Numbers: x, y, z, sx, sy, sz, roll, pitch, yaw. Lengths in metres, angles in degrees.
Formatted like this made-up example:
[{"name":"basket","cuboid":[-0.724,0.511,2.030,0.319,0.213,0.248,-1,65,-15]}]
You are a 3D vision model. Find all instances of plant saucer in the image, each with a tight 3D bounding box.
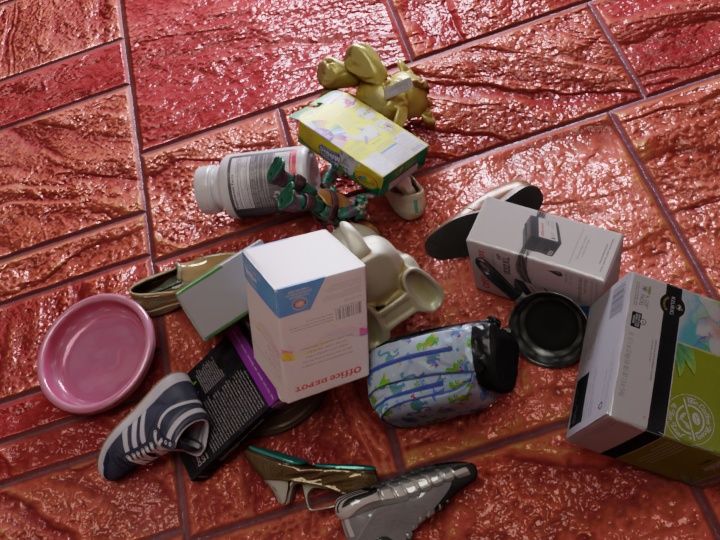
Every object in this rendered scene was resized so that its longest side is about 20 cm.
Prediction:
[{"name":"plant saucer","cuboid":[-0.143,0.153,1.267,0.200,0.029,0.200,-6,59,10]},{"name":"plant saucer","cuboid":[-0.414,0.137,1.325,0.200,0.051,0.201,-7,61,12]}]

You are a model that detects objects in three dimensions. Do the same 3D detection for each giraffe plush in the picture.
[{"name":"giraffe plush","cuboid":[0.044,-0.299,1.418,0.200,0.162,0.173,4,102,34]}]

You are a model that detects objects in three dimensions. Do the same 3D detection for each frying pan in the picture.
[{"name":"frying pan","cuboid":[0.234,0.066,1.183,0.190,0.115,0.031,27,27,17]}]

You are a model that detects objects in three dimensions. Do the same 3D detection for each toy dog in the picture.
[{"name":"toy dog","cuboid":[0.000,0.000,1.239,0.140,0.194,0.200,-44,25,2]}]

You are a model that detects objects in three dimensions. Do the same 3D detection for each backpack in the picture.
[{"name":"backpack","cuboid":[0.104,0.142,1.142,0.200,0.163,0.154,1,76,23]}]

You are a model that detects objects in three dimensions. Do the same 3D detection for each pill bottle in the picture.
[{"name":"pill bottle","cuboid":[-0.174,-0.146,1.402,0.200,0.111,0.111,-5,59,11]}]

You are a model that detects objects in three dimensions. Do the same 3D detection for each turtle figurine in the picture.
[{"name":"turtle figurine","cuboid":[-0.043,-0.115,1.300,0.150,0.200,0.101,44,117,49]}]

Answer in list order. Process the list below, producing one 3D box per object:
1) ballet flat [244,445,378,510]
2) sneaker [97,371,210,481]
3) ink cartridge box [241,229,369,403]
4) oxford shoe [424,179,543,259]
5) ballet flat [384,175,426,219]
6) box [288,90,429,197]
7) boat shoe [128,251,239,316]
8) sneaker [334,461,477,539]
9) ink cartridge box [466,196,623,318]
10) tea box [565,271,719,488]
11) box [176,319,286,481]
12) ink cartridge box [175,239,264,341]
[{"name":"ballet flat","cuboid":[-0.074,0.294,1.154,0.200,0.068,0.072,7,81,13]},{"name":"sneaker","cuboid":[-0.294,0.252,1.191,0.200,0.070,0.109,-50,54,9]},{"name":"ink cartridge box","cuboid":[-0.073,0.070,1.122,0.128,0.200,0.125,-15,32,-23]},{"name":"oxford shoe","cuboid":[0.187,-0.081,1.313,0.200,0.071,0.071,-27,30,-3]},{"name":"ballet flat","cuboid":[0.047,-0.169,1.389,0.069,0.070,0.200,-33,58,-7]},{"name":"box","cuboid":[-0.007,-0.205,1.300,0.200,0.048,0.117,38,53,21]},{"name":"boat shoe","cuboid":[-0.279,0.014,1.354,0.200,0.076,0.072,-25,57,-2]},{"name":"sneaker","cuboid":[0.071,0.329,1.097,0.200,0.075,0.116,-14,85,-13]},{"name":"ink cartridge box","cuboid":[0.263,-0.011,1.193,0.200,0.145,0.084,19,67,23]},{"name":"tea box","cuboid":[0.388,0.140,1.048,0.196,0.134,0.200,19,64,-2]},{"name":"box","cuboid":[-0.202,0.191,1.217,0.200,0.036,0.143,-43,58,10]},{"name":"ink cartridge box","cuboid":[-0.191,0.027,1.247,0.146,0.200,0.084,-33,95,-8]}]
